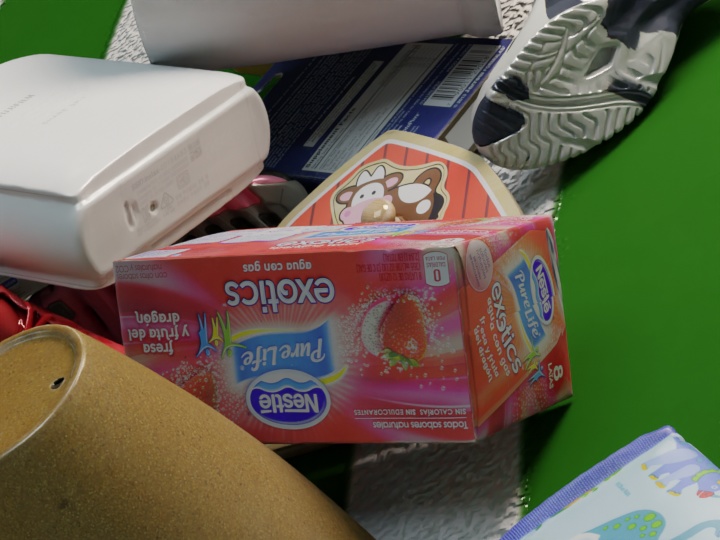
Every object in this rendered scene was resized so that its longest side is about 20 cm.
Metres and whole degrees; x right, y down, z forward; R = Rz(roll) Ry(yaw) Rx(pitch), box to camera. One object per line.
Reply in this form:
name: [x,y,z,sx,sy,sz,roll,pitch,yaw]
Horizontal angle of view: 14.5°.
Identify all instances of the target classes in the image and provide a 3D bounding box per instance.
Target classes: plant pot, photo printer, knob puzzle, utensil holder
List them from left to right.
photo printer: [-0.174,-0.060,1.557,0.200,0.070,0.166,9,33,37]
plant pot: [-0.108,0.125,1.303,0.186,0.200,0.187,-26,31,17]
utensil holder: [-0.030,-0.203,1.600,0.200,0.170,0.170,-8,35,4]
knob puzzle: [0.000,0.000,1.494,0.219,0.030,0.220,-24,42,24]

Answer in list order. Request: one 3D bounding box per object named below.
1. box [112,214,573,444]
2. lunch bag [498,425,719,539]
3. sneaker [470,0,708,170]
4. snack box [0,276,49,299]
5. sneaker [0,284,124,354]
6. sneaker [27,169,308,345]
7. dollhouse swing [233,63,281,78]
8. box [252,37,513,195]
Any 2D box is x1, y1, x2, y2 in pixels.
box: [-0.009,0.029,1.374,0.200,0.095,0.103,-2,9,32]
lunch bag: [0.096,0.182,1.083,0.200,0.128,0.170,-31,29,-10]
sneaker: [0.117,-0.138,1.560,0.199,0.079,0.130,-55,21,-7]
snack box: [-0.148,-0.044,1.653,0.072,0.024,0.200,-29,13,38]
sneaker: [-0.167,0.053,1.474,0.200,0.116,0.078,18,78,29]
sneaker: [-0.117,-0.008,1.631,0.200,0.079,0.095,-28,20,13]
dollhouse swing: [-0.034,-0.254,1.754,0.176,0.200,0.182,-25,31,35]
box: [-0.001,-0.088,1.650,0.200,0.032,0.121,10,54,50]
